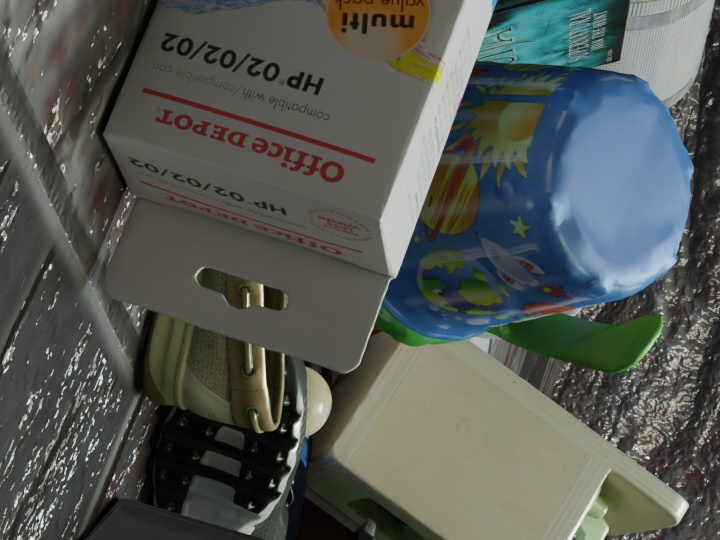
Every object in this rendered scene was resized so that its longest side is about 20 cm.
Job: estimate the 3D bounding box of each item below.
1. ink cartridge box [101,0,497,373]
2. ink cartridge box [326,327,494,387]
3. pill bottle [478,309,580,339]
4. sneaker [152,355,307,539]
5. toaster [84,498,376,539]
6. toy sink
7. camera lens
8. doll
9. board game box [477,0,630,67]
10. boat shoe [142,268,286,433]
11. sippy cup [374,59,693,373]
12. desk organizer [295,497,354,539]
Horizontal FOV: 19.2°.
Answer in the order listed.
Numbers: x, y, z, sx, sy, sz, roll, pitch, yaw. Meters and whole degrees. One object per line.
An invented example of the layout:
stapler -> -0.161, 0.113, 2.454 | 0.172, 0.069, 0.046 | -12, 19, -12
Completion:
ink cartridge box -> -0.022, -0.075, 0.829 | 0.068, 0.115, 0.201 | 76, 33, -70
ink cartridge box -> 0.048, 0.020, 1.444 | 0.145, 0.083, 0.201 | 91, 19, -55
pill bottle -> 0.090, -0.067, 1.345 | 0.115, 0.114, 0.201 | 95, 0, -50
sneaker -> -0.065, 0.106, 1.053 | 0.091, 0.066, 0.201 | -59, 167, -62
toaster -> -0.089, 0.215, 0.941 | 0.200, 0.118, 0.182 | -52, 157, -62
toy sink -> 0.068, 0.133, 1.258 | 0.112, 0.200, 0.130 | -56, -172, -17
camera lens -> 0.178, -0.215, 1.533 | 0.200, 0.159, 0.160 | 93, 17, -53
doll -> -0.052, 0.135, 1.199 | 0.137, 0.048, 0.201 | -76, 178, -56
board game box -> 0.066, -0.118, 1.068 | 0.200, 0.135, 0.028 | 45, 31, -82
boat shoe -> -0.043, -0.029, 0.938 | 0.073, 0.063, 0.202 | -31, 137, -75
sippy cup -> 0.070, -0.035, 0.945 | 0.177, 0.130, 0.140 | 14, 79, -39
desk organizer -> -0.031, 0.199, 1.332 | 0.072, 0.077, 0.201 | 75, 34, -71
